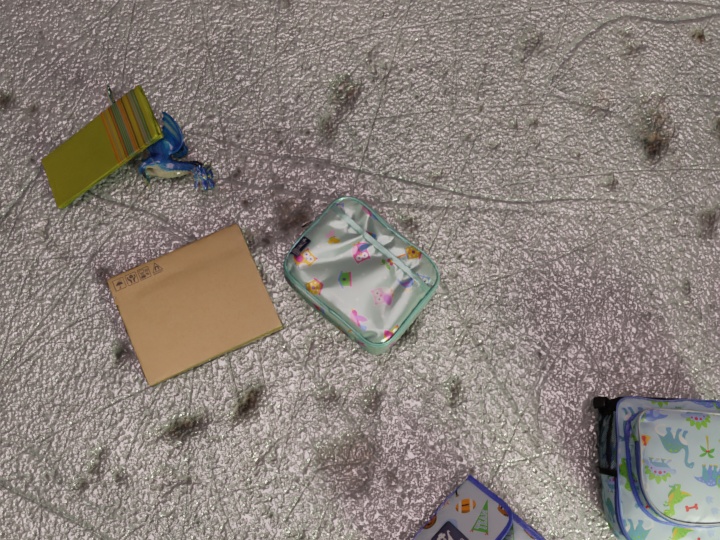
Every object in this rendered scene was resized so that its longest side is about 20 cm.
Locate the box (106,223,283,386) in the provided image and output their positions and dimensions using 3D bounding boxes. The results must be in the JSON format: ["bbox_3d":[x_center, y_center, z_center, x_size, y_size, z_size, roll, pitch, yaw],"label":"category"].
[{"bbox_3d":[-0.229,0.046,1.106,0.199,0.021,0.164,-24,79,-7],"label":"box"}]

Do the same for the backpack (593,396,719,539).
[{"bbox_3d":[0.398,0.263,1.011,0.182,0.147,0.201,3,80,2],"label":"backpack"}]

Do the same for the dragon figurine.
[{"bbox_3d":[-0.282,-0.185,1.137,0.099,0.059,0.201,-27,80,-7],"label":"dragon figurine"}]

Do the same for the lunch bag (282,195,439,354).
[{"bbox_3d":[0.000,0.000,1.094,0.200,0.077,0.161,40,80,7],"label":"lunch bag"}]

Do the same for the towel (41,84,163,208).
[{"bbox_3d":[-0.362,-0.170,1.110,0.199,0.018,0.086,-30,73,21],"label":"towel"}]

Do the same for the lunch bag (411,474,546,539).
[{"bbox_3d":[0.158,0.382,0.995,0.200,0.124,0.170,40,79,21],"label":"lunch bag"}]
